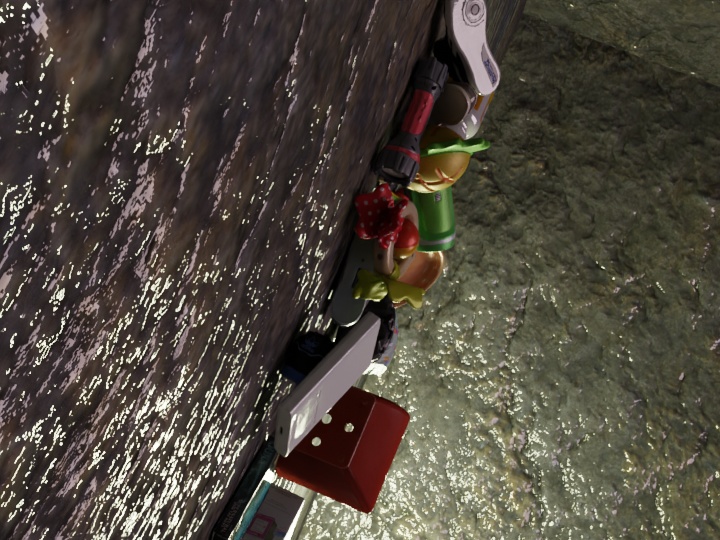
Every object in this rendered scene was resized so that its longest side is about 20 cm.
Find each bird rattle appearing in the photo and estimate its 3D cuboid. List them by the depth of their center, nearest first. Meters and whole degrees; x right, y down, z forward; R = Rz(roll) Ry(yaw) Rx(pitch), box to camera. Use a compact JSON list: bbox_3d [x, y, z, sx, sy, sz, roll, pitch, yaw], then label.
[{"bbox_3d":[0.044,-0.046,1.262,0.163,0.112,0.201,-48,135,-54],"label":"bird rattle"}]

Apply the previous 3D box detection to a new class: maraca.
[{"bbox_3d":[0.123,-0.186,1.334,0.200,0.136,0.108,-13,-92,63],"label":"maraca"}]

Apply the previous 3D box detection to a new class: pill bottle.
[{"bbox_3d":[0.197,-0.332,1.631,0.111,0.111,0.201,99,15,-64],"label":"pill bottle"}]

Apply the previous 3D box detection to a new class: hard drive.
[{"bbox_3d":[-0.047,0.161,1.165,0.200,0.027,0.132,-44,159,-34],"label":"hard drive"}]

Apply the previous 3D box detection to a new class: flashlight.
[{"bbox_3d":[0.081,-0.230,1.247,0.068,0.068,0.201,2,-112,54],"label":"flashlight"}]

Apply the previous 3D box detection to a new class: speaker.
[{"bbox_3d":[0.125,-0.139,1.499,0.088,0.088,0.201,-52,137,-67],"label":"speaker"}]

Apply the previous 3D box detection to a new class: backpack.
[{"bbox_3d":[0.007,0.132,1.579,0.200,0.126,0.168,105,6,-69],"label":"backpack"}]

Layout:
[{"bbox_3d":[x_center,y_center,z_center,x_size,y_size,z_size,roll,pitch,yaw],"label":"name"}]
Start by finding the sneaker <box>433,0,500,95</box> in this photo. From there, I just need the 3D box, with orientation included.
[{"bbox_3d":[0.148,-0.375,1.298,0.073,0.112,0.201,-35,129,-16],"label":"sneaker"}]

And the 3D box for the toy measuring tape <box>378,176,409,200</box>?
[{"bbox_3d":[0.062,-0.115,1.429,0.200,0.073,0.074,94,20,-72],"label":"toy measuring tape"}]

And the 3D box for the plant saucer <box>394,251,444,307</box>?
[{"bbox_3d":[0.072,0.003,1.628,0.199,0.038,0.201,-20,146,-14],"label":"plant saucer"}]

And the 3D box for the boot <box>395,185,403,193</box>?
[{"bbox_3d":[0.070,-0.057,1.648,0.144,0.072,0.201,-56,152,-59],"label":"boot"}]

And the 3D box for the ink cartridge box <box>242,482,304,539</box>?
[{"bbox_3d":[-0.181,0.487,1.403,0.200,0.084,0.145,-54,165,-61],"label":"ink cartridge box"}]

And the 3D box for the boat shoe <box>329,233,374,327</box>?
[{"bbox_3d":[0.000,0.000,1.368,0.201,0.071,0.091,-64,-179,-10],"label":"boat shoe"}]

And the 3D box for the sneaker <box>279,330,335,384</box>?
[{"bbox_3d":[-0.065,0.134,1.227,0.078,0.070,0.200,-60,172,-3],"label":"sneaker"}]

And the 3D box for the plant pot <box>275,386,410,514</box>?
[{"bbox_3d":[-0.044,0.285,1.447,0.176,0.199,0.201,73,39,-62],"label":"plant pot"}]

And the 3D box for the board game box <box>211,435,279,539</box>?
[{"bbox_3d":[-0.180,0.367,1.251,0.200,0.028,0.136,-60,171,-52],"label":"board game box"}]

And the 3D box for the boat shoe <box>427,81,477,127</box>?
[{"bbox_3d":[0.149,-0.275,1.361,0.059,0.072,0.200,-29,-177,-16],"label":"boat shoe"}]
